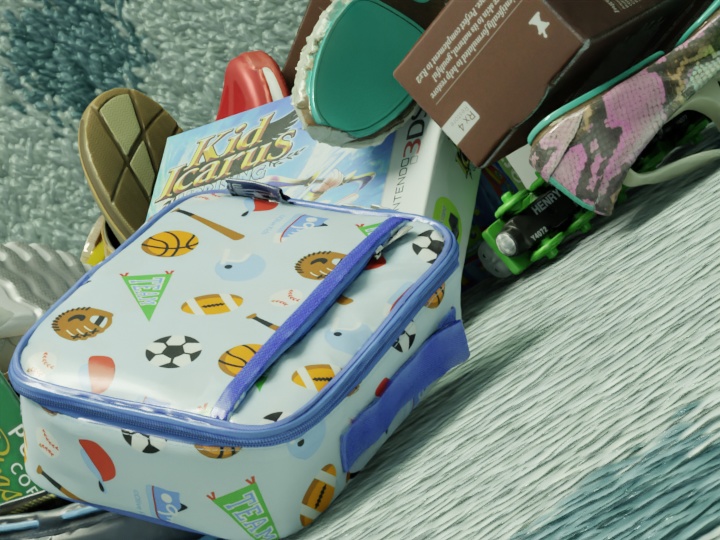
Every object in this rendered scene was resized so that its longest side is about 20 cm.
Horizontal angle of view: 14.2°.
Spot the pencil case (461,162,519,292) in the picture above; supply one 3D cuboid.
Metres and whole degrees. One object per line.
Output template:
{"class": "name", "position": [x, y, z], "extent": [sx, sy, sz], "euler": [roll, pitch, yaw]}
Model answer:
{"class": "pencil case", "position": [0.000, 0.000, 1.592], "extent": [0.200, 0.078, 0.087], "euler": [-31, 28, 14]}

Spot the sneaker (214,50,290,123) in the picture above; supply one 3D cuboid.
{"class": "sneaker", "position": [-0.099, -0.029, 1.709], "extent": [0.115, 0.200, 0.078], "euler": [-2, 6, -17]}

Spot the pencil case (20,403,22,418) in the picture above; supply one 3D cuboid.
{"class": "pencil case", "position": [-0.072, 0.044, 1.433], "extent": [0.200, 0.091, 0.083], "euler": [-18, -28, 30]}

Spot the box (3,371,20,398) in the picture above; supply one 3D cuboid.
{"class": "box", "position": [-0.199, 0.115, 1.590], "extent": [0.163, 0.021, 0.200], "euler": [-33, -22, -8]}

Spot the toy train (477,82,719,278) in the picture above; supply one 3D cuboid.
{"class": "toy train", "position": [0.130, -0.054, 1.541], "extent": [0.200, 0.042, 0.056], "euler": [-37, -4, -36]}

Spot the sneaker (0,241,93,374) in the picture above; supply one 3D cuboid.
{"class": "sneaker", "position": [-0.206, 0.038, 1.550], "extent": [0.200, 0.075, 0.082], "euler": [-3, -50, -40]}

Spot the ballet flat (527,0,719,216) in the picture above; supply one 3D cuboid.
{"class": "ballet flat", "position": [0.171, -0.093, 1.448], "extent": [0.200, 0.071, 0.069], "euler": [-39, -8, -23]}

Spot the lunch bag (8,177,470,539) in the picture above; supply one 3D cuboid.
{"class": "lunch bag", "position": [-0.045, 0.033, 1.246], "extent": [0.160, 0.076, 0.200], "euler": [9, 34, 26]}

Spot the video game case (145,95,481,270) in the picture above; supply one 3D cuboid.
{"class": "video game case", "position": [-0.032, -0.022, 1.539], "extent": [0.200, 0.045, 0.181], "euler": [-17, 41, 30]}

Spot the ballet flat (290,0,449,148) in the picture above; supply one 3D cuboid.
{"class": "ballet flat", "position": [0.012, -0.131, 1.535], "extent": [0.072, 0.072, 0.200], "euler": [-27, 29, 51]}

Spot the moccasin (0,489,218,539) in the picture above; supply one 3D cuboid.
{"class": "moccasin", "position": [-0.092, 0.095, 1.303], "extent": [0.200, 0.068, 0.080], "euler": [-30, 5, 9]}

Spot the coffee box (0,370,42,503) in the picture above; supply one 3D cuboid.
{"class": "coffee box", "position": [-0.237, 0.147, 1.453], "extent": [0.200, 0.123, 0.044], "euler": [-36, 2, -15]}

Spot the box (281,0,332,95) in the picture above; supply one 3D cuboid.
{"class": "box", "position": [0.019, -0.147, 1.739], "extent": [0.100, 0.075, 0.200], "euler": [-25, -33, -50]}

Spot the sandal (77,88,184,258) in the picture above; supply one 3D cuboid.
{"class": "sandal", "position": [-0.112, -0.008, 1.660], "extent": [0.054, 0.200, 0.080], "euler": [-22, 9, 42]}

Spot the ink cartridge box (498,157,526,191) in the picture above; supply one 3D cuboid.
{"class": "ink cartridge box", "position": [0.054, -0.038, 1.737], "extent": [0.104, 0.059, 0.200], "euler": [-32, 4, 39]}

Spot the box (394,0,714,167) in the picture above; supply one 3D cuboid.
{"class": "box", "position": [0.115, -0.135, 1.506], "extent": [0.100, 0.075, 0.200], "euler": [-49, -10, 37]}

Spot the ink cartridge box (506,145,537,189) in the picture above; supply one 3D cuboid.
{"class": "ink cartridge box", "position": [0.154, -0.150, 1.689], "extent": [0.200, 0.146, 0.083], "euler": [-37, 5, -34]}

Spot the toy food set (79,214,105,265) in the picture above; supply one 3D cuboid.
{"class": "toy food set", "position": [-0.150, 0.031, 1.835], "extent": [0.200, 0.049, 0.198], "euler": [-63, -14, -47]}
